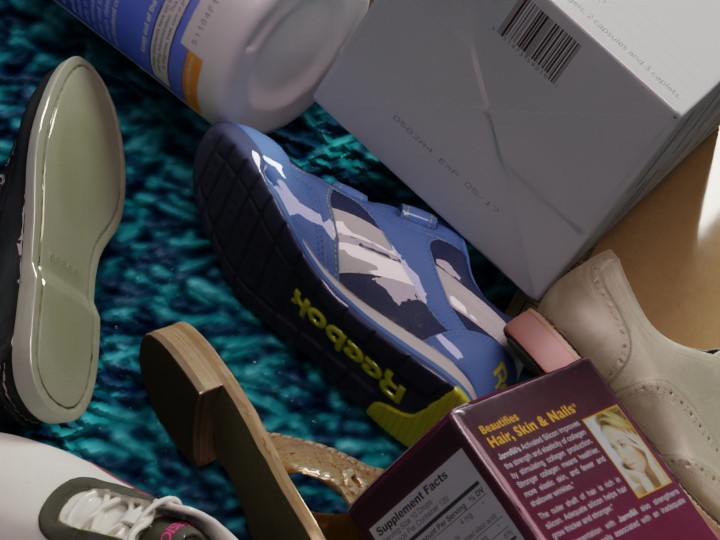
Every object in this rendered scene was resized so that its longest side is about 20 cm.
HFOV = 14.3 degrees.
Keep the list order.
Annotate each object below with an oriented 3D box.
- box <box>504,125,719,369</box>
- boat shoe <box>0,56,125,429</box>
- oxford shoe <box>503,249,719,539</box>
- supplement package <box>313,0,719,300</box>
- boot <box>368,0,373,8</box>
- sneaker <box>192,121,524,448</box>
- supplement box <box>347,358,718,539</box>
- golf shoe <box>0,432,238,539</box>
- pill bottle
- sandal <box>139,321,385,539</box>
[{"bbox_3d":[0.178,0.005,1.461,0.163,0.021,0.200,29,52,6],"label":"box"},{"bbox_3d":[-0.158,-0.012,1.357,0.066,0.074,0.200,-15,57,26],"label":"boat shoe"},{"bbox_3d":[0.159,0.077,1.341,0.074,0.071,0.200,-44,96,-4],"label":"oxford shoe"},{"bbox_3d":[0.113,-0.123,1.399,0.152,0.151,0.200,42,46,7],"label":"supplement package"},{"bbox_3d":[0.000,-0.203,1.550,0.166,0.072,0.200,36,54,27],"label":"boot"},{"bbox_3d":[0.000,0.000,1.388,0.200,0.074,0.082,46,54,10],"label":"sneaker"},{"bbox_3d":[0.102,0.150,1.258,0.110,0.086,0.200,-18,69,-51],"label":"supplement box"},{"bbox_3d":[-0.103,0.119,1.262,0.200,0.088,0.077,30,54,9],"label":"golf shoe"},{"bbox_3d":[-0.101,-0.164,1.443,0.200,0.112,0.112,39,54,24],"label":"pill bottle"},{"bbox_3d":[-0.022,0.098,1.306,0.069,0.078,0.212,-20,57,-25],"label":"sandal"}]
